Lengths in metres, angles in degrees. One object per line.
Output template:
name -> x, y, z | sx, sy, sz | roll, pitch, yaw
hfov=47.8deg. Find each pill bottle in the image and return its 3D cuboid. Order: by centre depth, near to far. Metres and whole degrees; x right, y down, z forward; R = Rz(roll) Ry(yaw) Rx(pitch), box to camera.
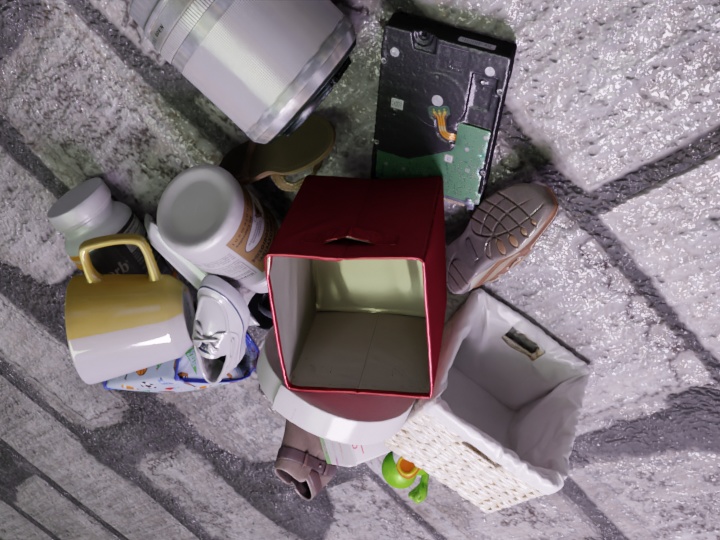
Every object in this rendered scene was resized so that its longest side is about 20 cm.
pill bottle -> -0.162, -0.043, 1.042 | 0.112, 0.117, 0.200 | 7, 164, 22
pill bottle -> -0.367, -0.029, 1.212 | 0.115, 0.117, 0.202 | -8, 126, 34

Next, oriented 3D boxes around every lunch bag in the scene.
lunch bag -> -0.281, 0.133, 1.302 | 0.167, 0.127, 0.199 | -7, 166, 32

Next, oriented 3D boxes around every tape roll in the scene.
tape roll -> -0.029, 0.127, 0.985 | 0.200, 0.203, 0.038 | 26, 116, 4

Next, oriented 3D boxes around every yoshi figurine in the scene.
yoshi figurine -> 0.067, 0.296, 1.256 | 0.110, 0.115, 0.200 | 7, 161, 16

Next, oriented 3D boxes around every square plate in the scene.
square plate -> -0.235, 0.001, 1.152 | 0.200, 0.028, 0.198 | 47, 172, -17

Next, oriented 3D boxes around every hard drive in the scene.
hard drive -> 0.085, -0.169, 0.891 | 0.137, 0.038, 0.202 | 18, 136, 13

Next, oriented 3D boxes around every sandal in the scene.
sandal -> -0.086, -0.132, 1.011 | 0.209, 0.079, 0.069 | -8, 151, 41
sandal -> -0.097, 0.046, 1.145 | 0.198, 0.077, 0.043 | 0, 156, 46

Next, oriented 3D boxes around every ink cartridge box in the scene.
ink cartridge box -> -0.016, 0.212, 1.160 | 0.200, 0.066, 0.119 | 143, 112, -73

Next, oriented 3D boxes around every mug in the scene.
mug -> -0.312, 0.061, 1.112 | 0.150, 0.152, 0.188 | -8, 146, -2

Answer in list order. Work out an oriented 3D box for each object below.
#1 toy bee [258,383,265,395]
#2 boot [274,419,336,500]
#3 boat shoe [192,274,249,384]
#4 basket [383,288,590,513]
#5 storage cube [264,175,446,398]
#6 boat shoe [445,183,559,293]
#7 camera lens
toy bee -> -0.054, 0.096, 1.186 | 0.196, 0.110, 0.133 | -5, 129, -3
boot -> -0.101, 0.266, 1.325 | 0.070, 0.147, 0.201 | -19, 120, 41
boat shoe -> -0.188, 0.086, 1.073 | 0.072, 0.066, 0.202 | 21, 145, 15
basket -> 0.163, 0.177, 1.059 | 0.197, 0.201, 0.161 | 34, 140, -5
storage cube -> 0.005, 0.013, 0.910 | 0.167, 0.181, 0.203 | 1, 124, 12
boat shoe -> 0.167, -0.040, 0.948 | 0.200, 0.071, 0.077 | -42, 61, 53
camera lens -> -0.114, -0.246, 0.834 | 0.200, 0.161, 0.159 | 42, 136, -14
